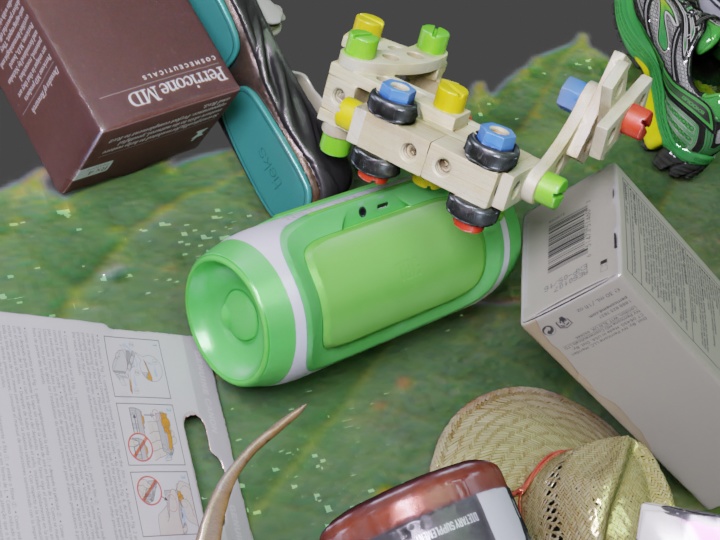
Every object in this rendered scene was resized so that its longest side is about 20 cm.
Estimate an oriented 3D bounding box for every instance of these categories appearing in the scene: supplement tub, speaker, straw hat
[{"bbox_3d":[0.061,0.205,0.722,0.106,0.107,0.202,-12,71,-36],"label":"supplement tub"},{"bbox_3d":[0.000,0.000,0.813,0.199,0.088,0.089,-20,76,-40],"label":"speaker"},{"bbox_3d":[0.136,0.145,0.818,0.199,0.085,0.203,15,57,-24],"label":"straw hat"}]

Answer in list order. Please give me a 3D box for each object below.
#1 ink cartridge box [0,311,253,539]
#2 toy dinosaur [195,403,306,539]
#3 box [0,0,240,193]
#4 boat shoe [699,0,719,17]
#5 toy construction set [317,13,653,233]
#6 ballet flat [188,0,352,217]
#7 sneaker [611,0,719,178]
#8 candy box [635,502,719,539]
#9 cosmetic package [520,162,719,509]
[{"bbox_3d":[-0.146,0.104,0.701,0.199,0.050,0.162,11,57,-49],"label":"ink cartridge box"},{"bbox_3d":[-0.078,0.165,0.670,0.106,0.060,0.202,4,86,-57],"label":"toy dinosaur"},{"bbox_3d":[-0.165,-0.155,0.806,0.100,0.075,0.201,-25,81,-40],"label":"box"},{"bbox_3d":[0.345,-0.212,1.166,0.199,0.068,0.074,38,50,-9],"label":"boat shoe"},{"bbox_3d":[0.060,-0.084,0.805,0.198,0.093,0.131,13,22,26],"label":"toy construction set"},{"bbox_3d":[-0.067,-0.118,0.858,0.068,0.068,0.201,-29,92,-50],"label":"ballet flat"},{"bbox_3d":[0.249,-0.173,1.072,0.077,0.085,0.202,8,60,-29],"label":"sneaker"},{"bbox_3d":[0.174,0.206,0.727,0.200,0.060,0.138,45,54,-63],"label":"candy box"},{"bbox_3d":[0.184,0.043,0.869,0.200,0.073,0.104,44,34,-27],"label":"cosmetic package"}]
